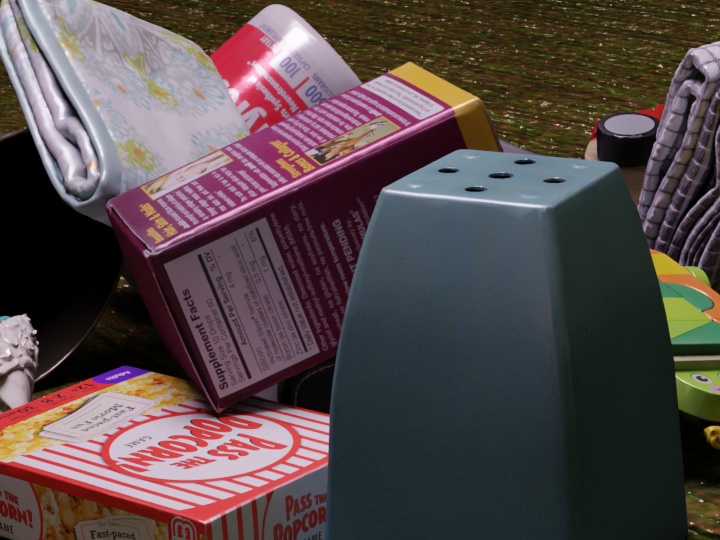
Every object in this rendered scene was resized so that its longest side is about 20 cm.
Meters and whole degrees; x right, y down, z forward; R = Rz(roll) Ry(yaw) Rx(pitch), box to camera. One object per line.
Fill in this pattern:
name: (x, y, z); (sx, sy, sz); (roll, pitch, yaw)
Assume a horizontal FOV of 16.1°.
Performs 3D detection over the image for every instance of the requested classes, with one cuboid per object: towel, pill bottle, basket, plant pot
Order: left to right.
basket: (-0.261, -0.013, 1.609); (0.200, 0.136, 0.180); (9, 61, 56)
towel: (-0.129, -0.086, 1.550); (0.171, 0.048, 0.200); (19, 34, -42)
pill bottle: (-0.094, -0.075, 1.704); (0.200, 0.112, 0.112); (-43, 26, -7)
plant pot: (0.071, 0.050, 1.241); (0.141, 0.200, 0.141); (7, 19, 27)
towel: (0.252, -0.056, 1.603); (0.165, 0.200, 0.086); (-22, 47, -41)

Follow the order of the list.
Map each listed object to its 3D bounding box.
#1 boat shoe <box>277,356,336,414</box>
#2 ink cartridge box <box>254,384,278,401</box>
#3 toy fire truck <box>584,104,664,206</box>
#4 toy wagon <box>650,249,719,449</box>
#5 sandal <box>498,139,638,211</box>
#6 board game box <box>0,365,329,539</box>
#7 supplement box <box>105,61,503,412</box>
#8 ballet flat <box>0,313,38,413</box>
boat shoe: (0.056, 0.068, 1.406); (0.200, 0.072, 0.066); (1, 11, -6)
ink cartridge box: (0.034, 0.031, 1.537); (0.200, 0.068, 0.115); (-16, 22, -39)
toy fire truck: (0.258, -0.075, 1.819); (0.176, 0.129, 0.200); (2, 27, 12)
toy wagon: (0.158, 0.035, 1.403); (0.155, 0.040, 0.200); (0, 25, -32)
sandal: (0.078, -0.046, 1.557); (0.200, 0.076, 0.043); (14, 47, 42)
board game box: (-0.102, 0.108, 1.335); (0.200, 0.046, 0.151); (11, 21, 37)
supplement box: (-0.023, -0.022, 1.404); (0.200, 0.103, 0.131); (-25, 20, -9)
ballet flat: (-0.224, 0.086, 1.420); (0.072, 0.072, 0.200); (5, 20, 23)
